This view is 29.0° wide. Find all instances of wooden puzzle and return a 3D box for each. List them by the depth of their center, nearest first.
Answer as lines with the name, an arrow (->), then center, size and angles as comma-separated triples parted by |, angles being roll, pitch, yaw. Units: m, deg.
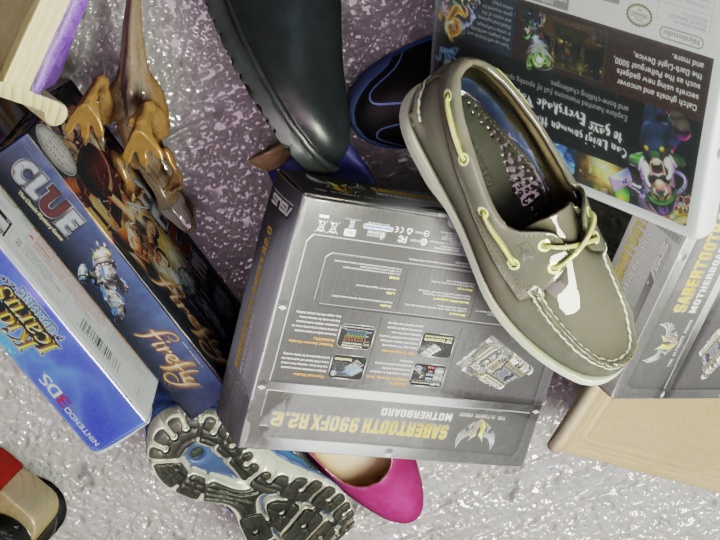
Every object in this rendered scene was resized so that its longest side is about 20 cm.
wooden puzzle -> 0.234, 0.059, 0.941 | 0.199, 0.037, 0.186 | 15, 113, -37

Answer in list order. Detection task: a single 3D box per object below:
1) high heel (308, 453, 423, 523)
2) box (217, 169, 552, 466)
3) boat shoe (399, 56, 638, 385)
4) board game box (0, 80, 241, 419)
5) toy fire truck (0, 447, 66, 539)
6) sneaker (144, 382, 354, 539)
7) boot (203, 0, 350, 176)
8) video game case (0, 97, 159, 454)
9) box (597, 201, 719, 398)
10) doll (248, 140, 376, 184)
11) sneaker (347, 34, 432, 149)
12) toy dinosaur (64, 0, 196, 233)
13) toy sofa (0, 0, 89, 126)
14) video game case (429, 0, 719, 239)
high heel -> -0.016, 0.115, 0.960 | 0.067, 0.096, 0.201 | -28, 109, 9
box -> 0.028, 0.033, 0.844 | 0.199, 0.048, 0.159 | 7, 109, -25
boat shoe -> 0.095, -0.026, 0.776 | 0.072, 0.060, 0.202 | -33, 90, -25
board game box -> -0.148, -0.017, 0.887 | 0.035, 0.136, 0.200 | -32, 109, 11
toy fire truck -> -0.339, 0.180, 0.976 | 0.200, 0.129, 0.176 | 40, 106, -2
sneaker -> -0.077, 0.135, 0.981 | 0.078, 0.089, 0.200 | -39, 126, 6
boot -> -0.007, -0.178, 0.831 | 0.168, 0.076, 0.201 | -29, 77, 12
video game case -> -0.196, -0.009, 0.865 | 0.045, 0.181, 0.200 | -32, 108, 12
box -> 0.233, -0.016, 0.830 | 0.158, 0.048, 0.201 | 3, 120, -30
doll -> 0.000, 0.000, 0.922 | 0.136, 0.048, 0.201 | -22, 100, 40
sneaker -> 0.087, -0.117, 0.883 | 0.199, 0.078, 0.070 | -15, 111, 4
toy dinosaur -> -0.143, -0.113, 0.875 | 0.060, 0.106, 0.201 | 0, 114, 7
toy sofa -> -0.165, -0.191, 0.812 | 0.097, 0.083, 0.201 | 18, 102, -49
video game case -> 0.120, -0.133, 0.765 | 0.023, 0.200, 0.183 | -24, 128, -40
